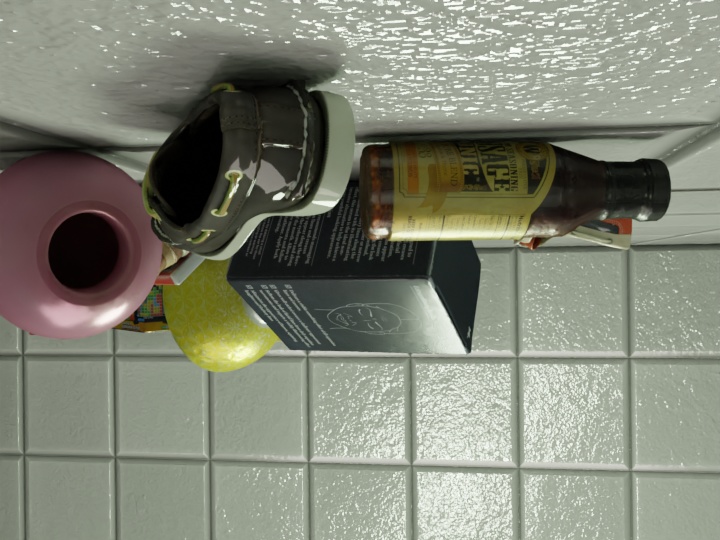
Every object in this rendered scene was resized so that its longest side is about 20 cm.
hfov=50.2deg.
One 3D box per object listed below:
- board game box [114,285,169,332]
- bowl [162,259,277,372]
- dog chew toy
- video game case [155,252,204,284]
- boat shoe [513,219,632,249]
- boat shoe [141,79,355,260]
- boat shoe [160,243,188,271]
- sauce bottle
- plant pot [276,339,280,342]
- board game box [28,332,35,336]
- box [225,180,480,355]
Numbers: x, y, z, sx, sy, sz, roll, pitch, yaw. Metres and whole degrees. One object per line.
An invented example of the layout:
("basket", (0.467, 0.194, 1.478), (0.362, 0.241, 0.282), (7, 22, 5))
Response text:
("board game box", (-0.354, 0.007, 1.190), (0.056, 0.168, 0.199), (-4, -179, -40))
("bowl", (-0.152, 0.031, 1.020), (0.107, 0.203, 0.199), (-7, 176, 33))
("dog chew toy", (-0.224, -0.024, 0.555), (0.123, 0.126, 0.199), (-1, -172, -37))
("video game case", (-0.260, -0.030, 0.981), (0.198, 0.018, 0.143), (-1, -144, 35))
("boat shoe", (0.190, -0.054, 0.821), (0.198, 0.063, 0.071), (1, -177, 34))
("boat shoe", (-0.077, -0.049, 0.391), (0.060, 0.073, 0.200), (4, 170, -31))
("boat shoe", (-0.289, -0.028, 0.907), (0.198, 0.076, 0.072), (-2, -139, 36))
("sauce bottle", (0.099, -0.053, 0.500), (0.197, 0.067, 0.066), (-3, 180, -6))
("plant pot", (-0.171, 0.015, 1.223), (0.198, 0.192, 0.201), (0, -179, 0))
("board game box", (-0.286, -0.008, 0.788), (0.094, 0.030, 0.201), (-14, -143, -9))
("box", (0.000, 0.000, 0.734), (0.198, 0.108, 0.149), (0, 149, 22))
